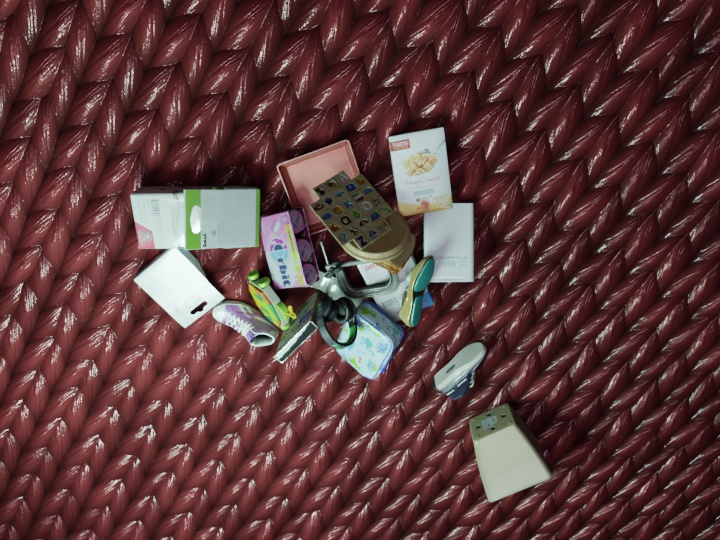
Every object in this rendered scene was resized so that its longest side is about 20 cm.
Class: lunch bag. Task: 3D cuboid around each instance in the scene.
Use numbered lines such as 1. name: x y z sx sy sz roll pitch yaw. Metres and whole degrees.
1. lunch bag: 0.025 0.194 1.561 0.160 0.082 0.202 37 135 14

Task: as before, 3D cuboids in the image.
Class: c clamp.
1. c clamp: 0.000 0.000 1.470 0.195 0.027 0.174 -3 117 19

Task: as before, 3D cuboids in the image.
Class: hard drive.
1. hard drive: 0.231 -0.073 1.491 0.128 0.027 0.206 0 91 0

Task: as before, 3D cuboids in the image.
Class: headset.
1. headset: -0.057 0.094 1.447 0.093 0.204 0.122 -30 156 36

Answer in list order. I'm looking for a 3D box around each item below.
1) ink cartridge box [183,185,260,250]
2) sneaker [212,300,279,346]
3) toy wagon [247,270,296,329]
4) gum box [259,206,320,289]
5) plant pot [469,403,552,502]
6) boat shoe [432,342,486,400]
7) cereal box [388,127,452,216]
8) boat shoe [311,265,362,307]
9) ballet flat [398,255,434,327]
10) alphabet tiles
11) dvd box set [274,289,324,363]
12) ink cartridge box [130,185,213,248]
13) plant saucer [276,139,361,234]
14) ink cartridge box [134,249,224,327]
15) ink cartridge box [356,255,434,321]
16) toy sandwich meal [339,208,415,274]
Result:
1. ink cartridge box: -0.353 -0.134 1.412 0.197 0.075 0.152 -6 105 -36
2. sneaker: -0.322 0.150 1.575 0.196 0.115 0.074 15 114 -5
3. toy wagon: -0.235 0.087 1.510 0.039 0.199 0.157 -34 121 -20
4. gum box: -0.184 -0.051 1.469 0.112 0.066 0.205 -7 101 35
5. plant pot: 0.427 0.524 1.697 0.197 0.200 0.180 -25 100 10
6. boat shoe: 0.309 0.298 1.666 0.092 0.075 0.200 37 116 -21
7. cereal box: 0.152 -0.249 1.437 0.140 0.040 0.205 -9 104 4
8. boat shoe: -0.083 0.036 1.556 0.196 0.062 0.076 25 113 -7
9. ballet flat: 0.137 0.048 1.470 0.068 0.062 0.204 -8 119 -46
10. alphabet tiles: -0.021 -0.150 1.386 0.165 0.006 0.201 -34 74 -21
11. dvd box set: -0.160 0.145 1.525 0.029 0.201 0.146 41 107 -14
12. ink cartridge box: -0.475 -0.137 1.472 0.195 0.083 0.150 0 112 1
13. plant saucer: -0.090 -0.213 1.467 0.196 0.037 0.203 -18 111 6
14. ink cartridge box: -0.496 0.039 1.573 0.161 0.050 0.201 -34 117 12
15. ink cartridge box: 0.094 0.022 1.538 0.142 0.085 0.203 -24 111 10
16. toy sandwich meal: 0.041 -0.079 1.415 0.200 0.209 0.071 1 142 0
